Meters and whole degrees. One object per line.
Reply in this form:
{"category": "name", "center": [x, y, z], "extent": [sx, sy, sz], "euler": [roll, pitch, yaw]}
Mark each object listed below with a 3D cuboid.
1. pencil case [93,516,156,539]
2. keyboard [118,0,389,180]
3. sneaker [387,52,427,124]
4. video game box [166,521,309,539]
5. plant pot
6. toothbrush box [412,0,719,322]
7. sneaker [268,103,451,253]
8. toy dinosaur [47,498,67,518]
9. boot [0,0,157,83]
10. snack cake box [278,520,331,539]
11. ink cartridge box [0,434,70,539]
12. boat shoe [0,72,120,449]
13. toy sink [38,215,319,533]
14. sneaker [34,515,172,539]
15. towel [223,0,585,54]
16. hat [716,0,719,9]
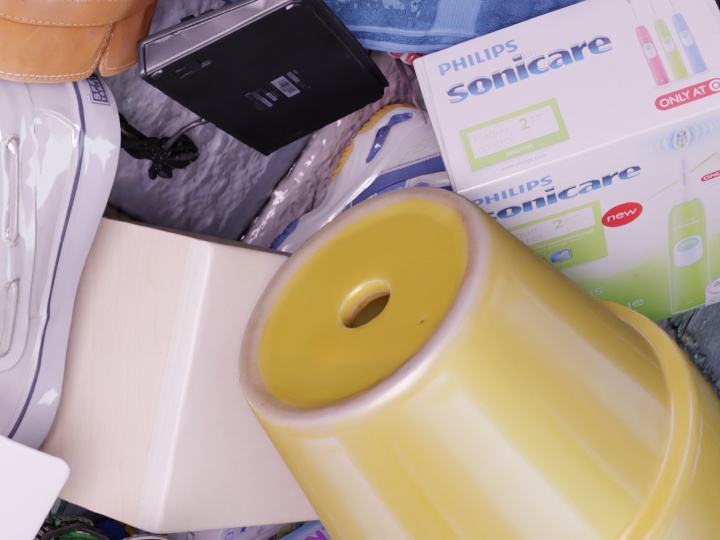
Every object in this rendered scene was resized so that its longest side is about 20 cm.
{"category": "pencil case", "center": [-0.182, 0.218, 0.794], "extent": [0.200, 0.086, 0.079], "euler": [-39, 116, -30]}
{"category": "keyboard", "center": [-0.059, -0.080, 0.652], "extent": [0.126, 0.021, 0.200], "euler": [-25, 171, 8]}
{"category": "sneaker", "center": [0.036, -0.141, 0.769], "extent": [0.080, 0.075, 0.201], "euler": [-33, 135, 1]}
{"category": "video game box", "center": [-0.053, 0.149, 0.971], "extent": [0.182, 0.047, 0.202], "euler": [-19, 135, -53]}
{"category": "plant pot", "center": [0.049, 0.070, 0.655], "extent": [0.201, 0.200, 0.189], "euler": [-49, 124, -12]}
{"category": "toothbrush box", "center": [0.122, -0.045, 0.742], "extent": [0.144, 0.087, 0.200], "euler": [-18, 149, 4]}
{"category": "sneaker", "center": [0.000, 0.000, 0.846], "extent": [0.201, 0.088, 0.075], "euler": [-56, 155, 4]}
{"category": "toy dinosaur", "center": [-0.171, 0.123, 0.756], "extent": [0.199, 0.047, 0.089], "euler": [-2, 119, -53]}
{"category": "boot", "center": [-0.116, -0.142, 0.517], "extent": [0.199, 0.074, 0.156], "euler": [-5, 129, -54]}
{"category": "snack cake box", "center": [-0.036, 0.232, 0.882], "extent": [0.199, 0.067, 0.116], "euler": [-28, 107, -15]}
{"category": "ink cartridge box", "center": [-0.219, 0.133, 0.601], "extent": [0.115, 0.067, 0.201], "euler": [27, 98, -29]}
{"category": "boat shoe", "center": [-0.160, 0.007, 0.614], "extent": [0.065, 0.072, 0.201], "euler": [-3, 129, -40]}
{"category": "toy sink", "center": [-0.069, 0.050, 0.728], "extent": [0.199, 0.111, 0.132], "euler": [8, 93, -58]}
{"category": "sneaker", "center": [-0.136, 0.145, 0.645], "extent": [0.077, 0.086, 0.199], "euler": [20, 150, -30]}
{"category": "towel", "center": [0.035, -0.156, 0.676], "extent": [0.198, 0.049, 0.113], "euler": [3, 120, -25]}
{"category": "hat", "center": [0.135, -0.191, 0.931], "extent": [0.165, 0.175, 0.201], "euler": [-38, 109, -33]}
